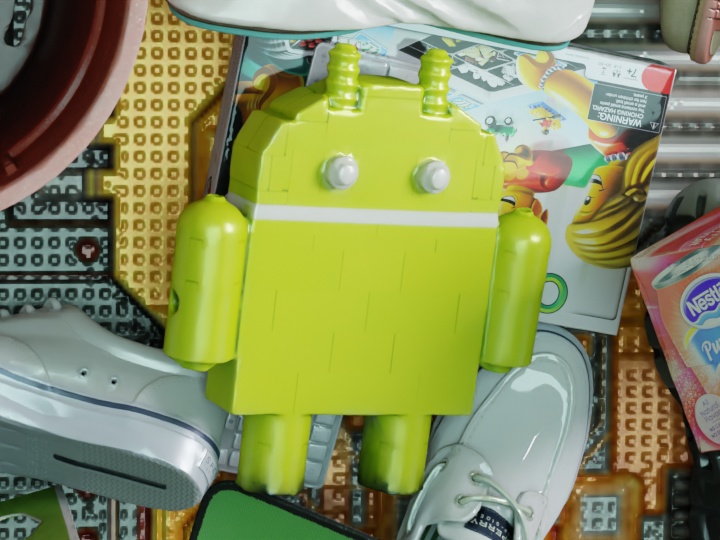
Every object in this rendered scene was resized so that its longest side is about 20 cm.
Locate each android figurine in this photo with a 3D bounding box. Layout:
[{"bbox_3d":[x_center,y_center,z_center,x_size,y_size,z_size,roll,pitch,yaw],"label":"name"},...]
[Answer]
[{"bbox_3d":[0.000,0.000,1.259,0.181,0.041,0.201,4,102,-28],"label":"android figurine"}]

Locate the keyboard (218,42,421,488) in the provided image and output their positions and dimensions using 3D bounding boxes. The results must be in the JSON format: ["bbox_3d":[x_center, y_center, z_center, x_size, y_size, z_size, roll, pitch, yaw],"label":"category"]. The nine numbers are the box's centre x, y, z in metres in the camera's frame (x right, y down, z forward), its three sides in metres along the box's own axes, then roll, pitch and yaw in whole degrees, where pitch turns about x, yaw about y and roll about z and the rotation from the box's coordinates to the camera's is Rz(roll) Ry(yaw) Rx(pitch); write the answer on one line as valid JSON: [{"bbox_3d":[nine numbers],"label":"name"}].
[{"bbox_3d":[-0.018,0.000,1.290,0.056,0.011,0.201,13,103,-10],"label":"keyboard"}]

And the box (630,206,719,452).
[{"bbox_3d":[0.229,-0.004,1.271,0.199,0.102,0.095,-27,100,-38],"label":"box"}]

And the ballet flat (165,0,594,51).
[{"bbox_3d":[0.012,-0.138,1.252,0.199,0.069,0.070,2,94,-19],"label":"ballet flat"}]

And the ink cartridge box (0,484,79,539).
[{"bbox_3d":[-0.210,0.165,1.237,0.199,0.148,0.076,-17,98,-7],"label":"ink cartridge box"}]

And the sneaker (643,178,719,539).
[{"bbox_3d":[0.186,0.053,1.340,0.079,0.075,0.201,-13,99,-27],"label":"sneaker"}]

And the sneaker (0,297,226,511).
[{"bbox_3d":[-0.154,0.048,1.284,0.199,0.073,0.071,18,55,-1],"label":"sneaker"}]

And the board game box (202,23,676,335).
[{"bbox_3d":[0.033,-0.051,1.309,0.199,0.035,0.127,10,100,-9],"label":"board game box"}]

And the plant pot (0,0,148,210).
[{"bbox_3d":[-0.194,-0.122,1.192,0.199,0.195,0.202,-1,95,-8],"label":"plant pot"}]

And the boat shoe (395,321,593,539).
[{"bbox_3d":[0.056,0.120,1.316,0.073,0.067,0.201,24,91,-10],"label":"boat shoe"}]

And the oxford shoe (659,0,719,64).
[{"bbox_3d":[0.141,-0.195,1.313,0.073,0.071,0.201,2,92,13],"label":"oxford shoe"}]

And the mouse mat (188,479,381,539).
[{"bbox_3d":[-0.024,0.207,1.294,0.160,0.008,0.201,22,110,8],"label":"mouse mat"}]
